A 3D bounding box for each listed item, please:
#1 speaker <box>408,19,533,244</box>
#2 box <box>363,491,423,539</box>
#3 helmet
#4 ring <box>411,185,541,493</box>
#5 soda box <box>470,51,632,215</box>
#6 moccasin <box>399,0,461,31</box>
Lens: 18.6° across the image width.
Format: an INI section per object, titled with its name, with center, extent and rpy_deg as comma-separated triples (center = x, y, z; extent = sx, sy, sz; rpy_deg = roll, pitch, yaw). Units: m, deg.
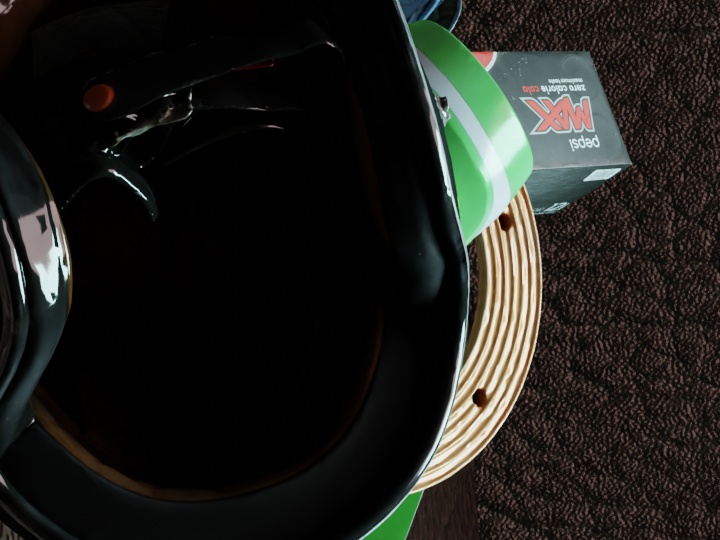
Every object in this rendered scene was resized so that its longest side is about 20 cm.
[speaker]
center = -0.034, -0.007, 0.819
extent = 0.089, 0.199, 0.089
rpy_deg = 50, -11, 14
[box]
center = -0.020, 0.042, 1.168
extent = 0.200, 0.096, 0.178
rpy_deg = 103, -15, -61
[helmet]
center = -0.060, -0.004, 0.677
extent = 0.201, 0.198, 0.192
rpy_deg = -88, 177, -48
[ring]
center = 0.000, 0.000, 0.970
extent = 0.019, 0.199, 0.202
rpy_deg = -6, -91, 53
[soda box]
center = 0.040, -0.065, 1.080
extent = 0.199, 0.063, 0.071
rpy_deg = -6, 71, -44
[moccasin]
center = 0.018, -0.127, 1.094
extent = 0.200, 0.068, 0.081
rpy_deg = -72, 164, -86
